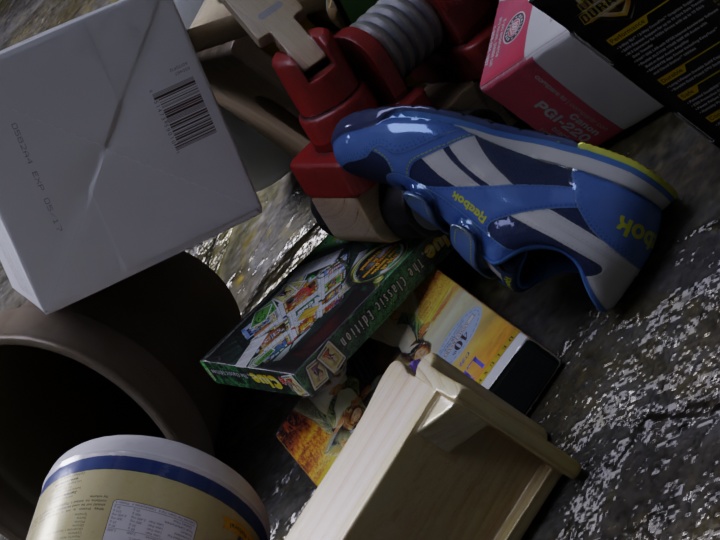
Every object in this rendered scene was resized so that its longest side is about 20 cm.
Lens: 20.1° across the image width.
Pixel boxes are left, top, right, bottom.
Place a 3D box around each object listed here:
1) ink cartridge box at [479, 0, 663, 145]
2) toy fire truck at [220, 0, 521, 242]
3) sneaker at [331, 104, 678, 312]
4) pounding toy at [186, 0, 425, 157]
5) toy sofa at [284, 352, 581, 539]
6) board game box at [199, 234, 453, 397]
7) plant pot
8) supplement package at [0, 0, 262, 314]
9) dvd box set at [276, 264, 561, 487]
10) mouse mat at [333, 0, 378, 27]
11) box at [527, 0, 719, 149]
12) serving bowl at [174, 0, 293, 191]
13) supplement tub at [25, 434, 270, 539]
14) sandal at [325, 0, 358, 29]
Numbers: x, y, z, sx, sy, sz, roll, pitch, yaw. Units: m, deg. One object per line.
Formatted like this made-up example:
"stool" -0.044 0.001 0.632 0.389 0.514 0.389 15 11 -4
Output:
"ink cartridge box" 0.171 -0.175 1.143 0.200 0.084 0.147 -33 33 45
"toy fire truck" 0.003 -0.139 1.217 0.176 0.201 0.128 -44 26 -26
"sneaker" 0.067 -0.036 1.093 0.198 0.074 0.083 16 88 27
"pounding toy" -0.030 -0.167 1.373 0.142 0.199 0.185 -2 57 60
"toy sofa" 0.016 0.148 1.035 0.201 0.082 0.098 -58 19 -3
"board game box" 0.000 0.000 1.230 0.200 0.024 0.104 -45 24 -26
"plant pot" -0.165 0.075 1.377 0.200 0.200 0.174 -34 16 41
"supplement package" -0.175 -0.079 1.292 0.150 0.153 0.200 -25 10 -12
"dvd box set" 0.027 0.075 1.170 0.147 0.029 0.200 -55 23 3
"mouse mat" 0.063 -0.223 1.241 0.198 0.161 0.008 -22 42 9
"box" 0.202 -0.143 0.948 0.199 0.159 0.050 -33 32 44
"serving bowl" -0.078 -0.147 1.483 0.065 0.200 0.201 12 68 37
"supplement tub" -0.138 0.213 1.172 0.144 0.144 0.201 -32 34 43
"sandal" 0.024 -0.243 1.326 0.054 0.080 0.201 18 77 29
